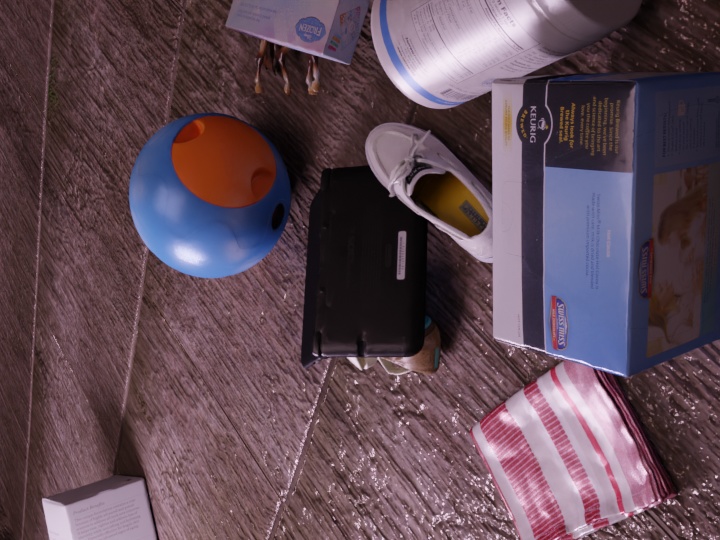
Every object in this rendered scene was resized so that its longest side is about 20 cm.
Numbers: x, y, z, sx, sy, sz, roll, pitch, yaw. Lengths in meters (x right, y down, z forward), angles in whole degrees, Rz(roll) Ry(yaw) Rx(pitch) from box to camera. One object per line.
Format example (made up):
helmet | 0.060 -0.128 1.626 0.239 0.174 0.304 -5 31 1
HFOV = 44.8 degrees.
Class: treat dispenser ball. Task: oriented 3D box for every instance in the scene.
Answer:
treat dispenser ball | -0.185 -0.092 1.085 0.200 0.199 0.204 20 115 49

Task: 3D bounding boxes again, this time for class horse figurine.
horse figurine | -0.075 -0.271 1.008 0.199 0.049 0.135 15 103 56

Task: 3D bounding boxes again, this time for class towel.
towel | 0.185 0.174 0.812 0.200 0.022 0.146 -48 60 48

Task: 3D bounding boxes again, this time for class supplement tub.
supplement tub | 0.112 -0.221 0.707 0.199 0.131 0.134 -16 87 53

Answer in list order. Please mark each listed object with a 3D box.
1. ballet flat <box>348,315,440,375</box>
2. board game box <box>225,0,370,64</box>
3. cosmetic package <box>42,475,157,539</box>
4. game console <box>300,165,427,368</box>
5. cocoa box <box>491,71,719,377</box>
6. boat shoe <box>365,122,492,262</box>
ballet flat | 0.019 0.081 0.986 0.198 0.067 0.073 6 121 48
board game box | -0.051 -0.335 0.921 0.199 0.043 0.202 30 104 46
cosmetic package | -0.511 0.530 1.733 0.165 0.166 0.203 -15 87 54
game console | 0.000 0.000 0.951 0.173 0.116 0.203 -2 77 19
cocoa box | 0.187 -0.043 0.652 0.130 0.132 0.203 14 111 50
boat shoe | 0.061 -0.086 0.832 0.075 0.086 0.202 -47 58 9
